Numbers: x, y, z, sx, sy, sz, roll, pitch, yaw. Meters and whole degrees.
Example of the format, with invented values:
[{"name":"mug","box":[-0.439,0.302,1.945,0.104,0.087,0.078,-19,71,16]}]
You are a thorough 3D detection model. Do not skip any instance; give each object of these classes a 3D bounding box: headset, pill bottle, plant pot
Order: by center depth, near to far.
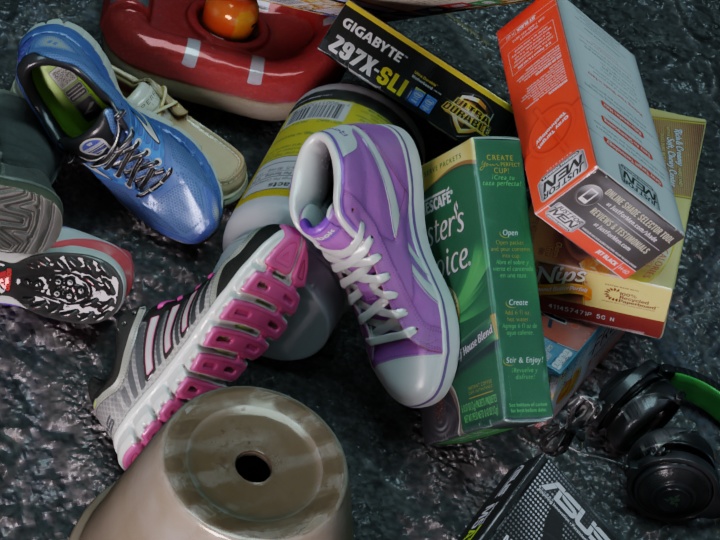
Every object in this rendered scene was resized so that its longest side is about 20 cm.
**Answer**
[{"name":"plant pot","box":[-0.081,0.170,1.339,0.200,0.174,0.200,9,49,-11]},{"name":"headset","box":[0.216,0.114,1.532,0.200,0.094,0.124,0,49,-32]},{"name":"pill bottle","box":[-0.034,-0.036,1.572,0.114,0.114,0.200,23,48,4]}]

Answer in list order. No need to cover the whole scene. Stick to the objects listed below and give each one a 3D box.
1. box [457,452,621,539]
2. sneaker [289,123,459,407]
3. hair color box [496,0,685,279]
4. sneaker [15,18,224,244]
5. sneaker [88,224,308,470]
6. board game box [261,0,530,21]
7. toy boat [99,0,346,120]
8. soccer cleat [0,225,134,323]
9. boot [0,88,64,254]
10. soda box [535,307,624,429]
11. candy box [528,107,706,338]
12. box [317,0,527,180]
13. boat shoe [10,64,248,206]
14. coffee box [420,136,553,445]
[{"name":"box","box":[0.126,0.252,1.368,0.200,0.048,0.193,49,52,-7]},{"name":"sneaker","box":[-0.001,0.000,1.454,0.114,0.073,0.201,-7,81,-57]},{"name":"hair color box","box":[0.162,-0.100,1.529,0.101,0.061,0.200,34,31,-32]},{"name":"sneaker","box":[-0.182,-0.090,1.556,0.200,0.079,0.089,45,19,-11]},{"name":"sneaker","box":[-0.118,0.040,1.457,0.087,0.200,0.074,41,8,33]},{"name":"board game box","box":[0.042,-0.224,1.591,0.151,0.200,0.046,3,85,-55]},{"name":"toy boat","box":[-0.098,-0.206,1.679,0.200,0.131,0.131,13,39,-11]},{"name":"soccer cleat","box":[-0.259,-0.010,1.525,0.200,0.068,0.073,12,18,3]},{"name":"boot","box":[-0.289,-0.087,1.512,0.182,0.073,0.200,21,24,-21]},{"name":"soda box","box":[0.165,0.028,1.605,0.064,0.068,0.200,29,48,17]},{"name":"candy box","box":[0.186,-0.046,1.594,0.115,0.055,0.200,13,44,6]},{"name":"box","box":[0.065,-0.135,1.653,0.160,0.049,0.200,36,6,13]},{"name":"boat shoe","box":[-0.175,-0.114,1.627,0.200,0.069,0.074,24,47,5]},{"name":"coffee box","box":[0.077,0.016,1.503,0.044,0.123,0.200,0,79,-27]}]
